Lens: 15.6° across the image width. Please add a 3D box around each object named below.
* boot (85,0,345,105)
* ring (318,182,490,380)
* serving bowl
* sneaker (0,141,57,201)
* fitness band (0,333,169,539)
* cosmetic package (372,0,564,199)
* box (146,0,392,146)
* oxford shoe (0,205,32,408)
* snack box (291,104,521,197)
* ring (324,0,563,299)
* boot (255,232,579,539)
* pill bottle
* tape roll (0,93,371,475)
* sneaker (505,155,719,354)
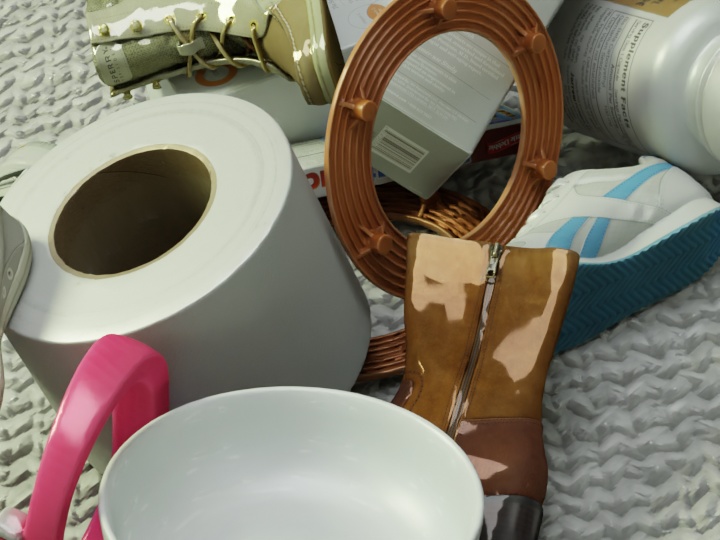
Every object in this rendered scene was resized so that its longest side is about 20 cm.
[{"bbox_3d":[-0.095,-0.147,1.695,0.154,0.072,0.200,-17,33,-5],"label":"boot"},{"bbox_3d":[0.000,0.000,1.673,0.200,0.019,0.201,-6,38,5],"label":"ring"},{"bbox_3d":[-0.036,0.141,1.364,0.199,0.066,0.200,1,32,-1],"label":"serving bowl"},{"bbox_3d":[-0.176,-0.028,1.722,0.199,0.076,0.088,6,40,41],"label":"sneaker"},{"bbox_3d":[-0.149,0.121,1.418,0.037,0.200,0.144,22,54,11],"label":"fitness band"},{"bbox_3d":[0.070,-0.156,1.680,0.090,0.107,0.200,30,68,-5],"label":"cosmetic package"},{"bbox_3d":[-0.038,-0.136,1.801,0.199,0.098,0.124,-21,38,-11],"label":"box"},{"bbox_3d":[-0.231,0.037,1.458,0.075,0.058,0.201,-10,48,22],"label":"oxford shoe"},{"bbox_3d":[0.015,-0.077,1.738,0.199,0.024,0.072,-13,17,-18],"label":"snack box"},{"bbox_3d":[0.057,-0.078,1.577,0.200,0.201,0.019,-36,34,-30],"label":"ring"},{"bbox_3d":[0.021,0.064,1.491,0.187,0.069,0.201,2,63,14],"label":"boot"},{"bbox_3d":[0.211,-0.123,1.683,0.114,0.115,0.200,-28,27,-22],"label":"pill bottle"},{"bbox_3d":[-0.109,0.012,1.562,0.202,0.139,0.203,-14,43,14],"label":"tape roll"},{"bbox_3d":[0.129,-0.010,1.616,0.199,0.077,0.081,-20,48,-28],"label":"sneaker"}]
